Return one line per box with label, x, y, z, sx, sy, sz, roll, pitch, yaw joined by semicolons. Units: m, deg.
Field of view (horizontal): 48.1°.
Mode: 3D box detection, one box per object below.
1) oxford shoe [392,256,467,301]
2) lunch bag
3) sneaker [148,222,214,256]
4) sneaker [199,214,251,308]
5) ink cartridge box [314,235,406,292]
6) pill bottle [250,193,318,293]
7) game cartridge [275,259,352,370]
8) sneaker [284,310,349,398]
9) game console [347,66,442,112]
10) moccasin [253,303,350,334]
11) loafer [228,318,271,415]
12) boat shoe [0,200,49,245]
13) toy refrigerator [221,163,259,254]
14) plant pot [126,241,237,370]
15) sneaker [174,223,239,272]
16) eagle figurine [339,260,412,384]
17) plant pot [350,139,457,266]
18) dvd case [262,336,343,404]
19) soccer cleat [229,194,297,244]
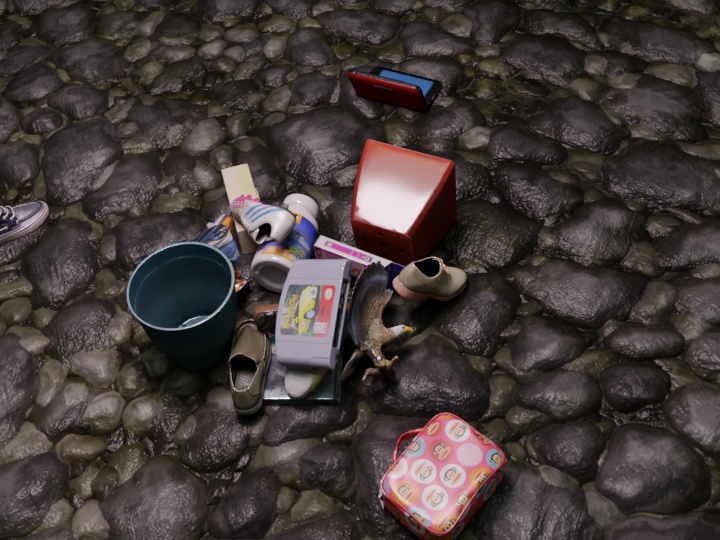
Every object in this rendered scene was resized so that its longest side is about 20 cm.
oxford shoe;0.154;0.013;1.589;0.198;0.074;0.071;-7;51;-46
lunch bag;0.128;0.342;1.357;0.175;0.083;0.200;34;60;28
sneaker;-0.380;-0.030;1.704;0.112;0.076;0.202;13;55;11
sneaker;-0.271;-0.011;1.672;0.110;0.078;0.203;14;79;7
ink cartridge box;0.000;0.000;1.641;0.197;0.095;0.037;19;54;18
pill bottle;-0.150;-0.062;1.692;0.110;0.113;0.202;8;52;10
game cartridge;-0.090;0.077;1.468;0.131;0.041;0.203;-2;72;33
sneaker;-0.068;0.151;1.514;0.075;0.105;0.202;25;86;27
game console;0.089;-0.483;2.026;0.197;0.172;0.120;17;80;18
moccasin;-0.115;0.077;1.578;0.198;0.074;0.078;-10;42;-23
loafer;-0.207;0.167;1.506;0.074;0.070;0.202;-6;50;0
boat shoe;-0.798;-0.117;1.795;0.199;0.093;0.074;-36;57;-23
toy refrigerator;-0.253;-0.139;1.787;0.069;0.077;0.202;-14;50;-8
plant pot;-0.320;0.084;1.532;0.197;0.189;0.202;-3;51;3
sneaker;-0.330;-0.019;1.600;0.198;0.077;0.076;-19;33;24
eagle figurine;0.026;0.108;1.524;0.150;0.151;0.202;6;56;-44
plant pot;0.079;-0.122;1.685;0.197;0.201;0.178;16;64;17
dvd case;-0.132;0.189;1.542;0.196;0.022;0.148;1;50;4
soccer cleat;-0.213;-0.100;1.632;0.198;0.070;0.087;11;64;45
